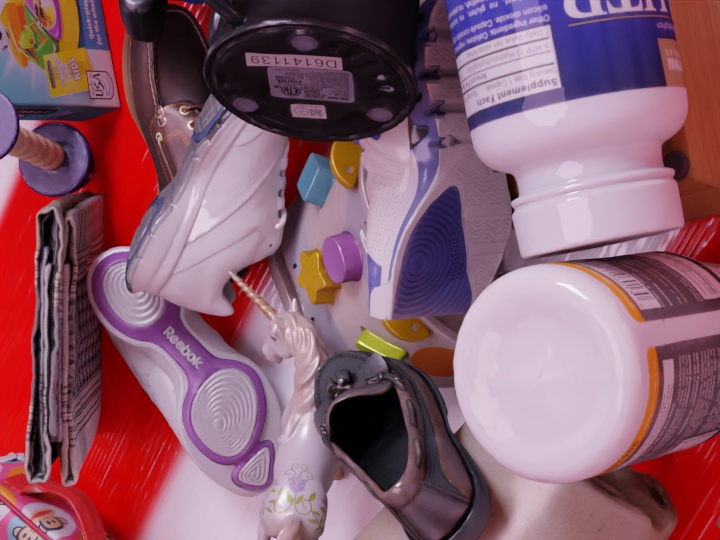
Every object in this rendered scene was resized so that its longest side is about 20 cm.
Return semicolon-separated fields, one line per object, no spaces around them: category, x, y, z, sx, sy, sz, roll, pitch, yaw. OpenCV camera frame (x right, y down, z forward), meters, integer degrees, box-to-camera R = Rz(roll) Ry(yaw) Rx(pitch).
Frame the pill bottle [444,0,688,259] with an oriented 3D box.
pill bottle;0.111;-0.113;1.020;0.119;0.119;0.201;-13;87;37

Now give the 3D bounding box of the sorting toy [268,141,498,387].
sorting toy;0.000;0.000;1.244;0.180;0.106;0.201;-32;73;54

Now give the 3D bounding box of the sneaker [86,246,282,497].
sneaker;-0.119;0.069;1.347;0.075;0.100;0.201;-34;90;-8

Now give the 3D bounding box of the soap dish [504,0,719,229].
soap dish;0.143;-0.121;1.121;0.157;0.081;0.201;-13;87;37

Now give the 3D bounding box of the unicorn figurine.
unicorn figurine;-0.041;0.118;1.238;0.138;0.073;0.201;93;170;-52

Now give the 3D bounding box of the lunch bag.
lunch bag;-0.247;0.237;1.438;0.200;0.082;0.177;37;113;29

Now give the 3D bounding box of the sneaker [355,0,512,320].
sneaker;0.030;-0.075;1.134;0.115;0.080;0.201;20;107;56

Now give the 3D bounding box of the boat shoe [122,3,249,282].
boat shoe;-0.112;-0.088;1.316;0.070;0.070;0.201;-2;102;57

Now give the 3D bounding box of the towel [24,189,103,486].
towel;-0.201;0.043;1.340;0.034;0.200;0.194;4;97;0

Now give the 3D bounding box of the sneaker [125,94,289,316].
sneaker;-0.080;-0.058;1.249;0.087;0.075;0.201;26;114;-14

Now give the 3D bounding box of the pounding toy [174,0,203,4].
pounding toy;-0.104;-0.228;1.233;0.199;0.184;0.143;-9;88;37

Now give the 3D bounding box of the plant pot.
plant pot;0.085;0.178;1.136;0.200;0.200;0.184;42;104;27

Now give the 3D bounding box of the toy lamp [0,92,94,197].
toy lamp;-0.233;-0.086;1.336;0.058;0.200;0.059;-1;85;11

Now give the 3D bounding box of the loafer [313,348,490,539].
loafer;0.012;0.090;1.099;0.072;0.063;0.200;-49;32;5

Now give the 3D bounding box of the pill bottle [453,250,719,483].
pill bottle;0.149;0.048;1.054;0.116;0.199;0.117;3;95;36

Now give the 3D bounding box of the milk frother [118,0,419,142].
milk frother;-0.036;-0.203;1.014;0.200;0.179;0.189;122;157;-61

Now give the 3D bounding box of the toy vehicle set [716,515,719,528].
toy vehicle set;0.292;0.089;1.058;0.124;0.026;0.201;32;111;31

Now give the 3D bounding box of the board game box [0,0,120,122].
board game box;-0.264;-0.184;1.345;0.047;0.200;0.152;-14;85;34
